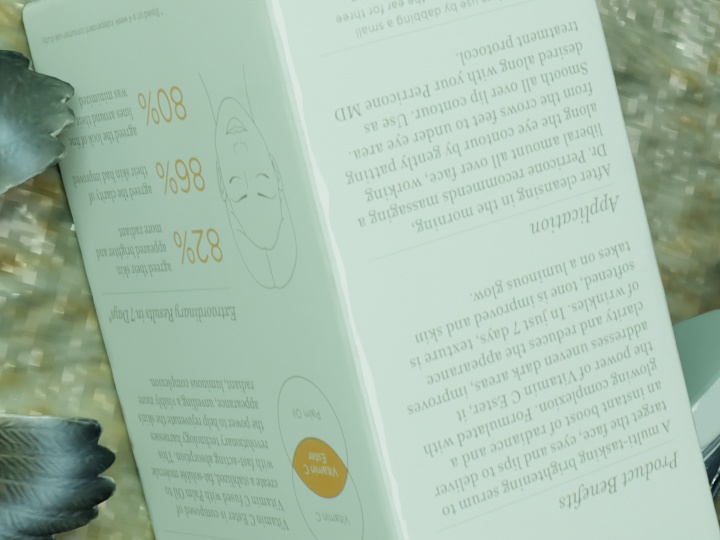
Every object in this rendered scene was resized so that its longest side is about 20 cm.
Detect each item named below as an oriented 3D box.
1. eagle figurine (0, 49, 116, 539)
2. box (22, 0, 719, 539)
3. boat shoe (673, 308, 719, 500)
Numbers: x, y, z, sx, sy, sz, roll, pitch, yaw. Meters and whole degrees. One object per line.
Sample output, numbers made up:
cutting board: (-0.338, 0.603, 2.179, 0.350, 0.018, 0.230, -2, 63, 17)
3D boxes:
eagle figurine: (-0.166, 0.020, 0.672, 0.152, 0.151, 0.200, -56, 159, 23)
box: (0.000, 0.000, 0.736, 0.106, 0.152, 0.200, -18, 98, -31)
boat shoe: (0.081, 0.108, 0.834, 0.200, 0.071, 0.091, -46, 112, -16)
